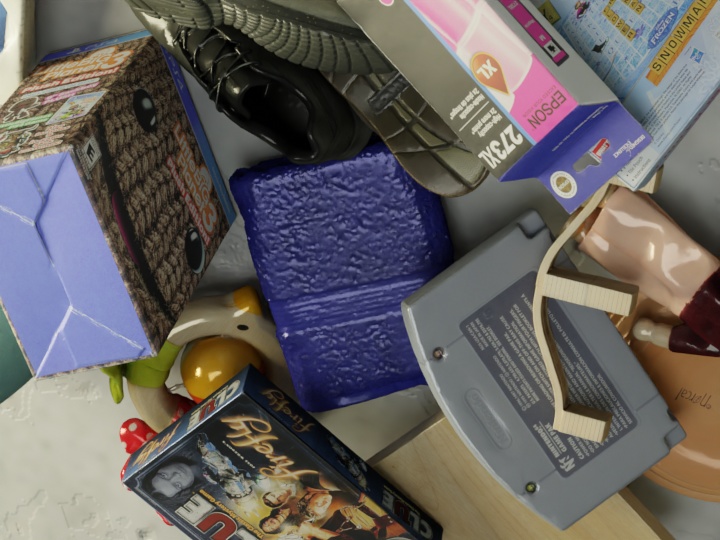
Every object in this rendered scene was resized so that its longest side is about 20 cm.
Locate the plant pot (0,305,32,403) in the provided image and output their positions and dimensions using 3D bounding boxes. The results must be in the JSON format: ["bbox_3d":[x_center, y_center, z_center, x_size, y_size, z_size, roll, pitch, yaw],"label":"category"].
[{"bbox_3d":[-0.277,0.005,1.465,0.134,0.200,0.201,-19,116,-8],"label":"plant pot"}]

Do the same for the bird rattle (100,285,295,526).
[{"bbox_3d":[-0.124,0.090,1.513,0.162,0.113,0.201,-20,116,6],"label":"bird rattle"}]

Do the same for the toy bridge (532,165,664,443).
[{"bbox_3d":[0.152,0.013,1.353,0.067,0.027,0.201,14,108,16],"label":"toy bridge"}]

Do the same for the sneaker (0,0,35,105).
[{"bbox_3d":[-0.279,-0.210,1.391,0.111,0.077,0.201,9,128,-1],"label":"sneaker"}]

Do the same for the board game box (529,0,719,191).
[{"bbox_3d":[0.157,-0.189,1.246,0.199,0.041,0.200,41,106,9],"label":"board game box"}]

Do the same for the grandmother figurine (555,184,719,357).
[{"bbox_3d":[0.232,0.012,1.368,0.200,0.061,0.121,41,141,7],"label":"grandmother figurine"}]

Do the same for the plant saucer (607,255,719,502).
[{"bbox_3d":[0.261,0.084,1.443,0.199,0.032,0.201,7,120,12],"label":"plant saucer"}]

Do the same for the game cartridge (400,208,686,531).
[{"bbox_3d":[0.121,0.074,1.402,0.133,0.041,0.200,-36,102,-6],"label":"game cartridge"}]

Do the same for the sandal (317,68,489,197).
[{"bbox_3d":[0.026,-0.136,1.346,0.082,0.055,0.200,-40,79,15],"label":"sandal"}]

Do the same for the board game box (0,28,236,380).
[{"bbox_3d":[-0.179,-0.049,1.383,0.096,0.200,0.160,-11,116,19],"label":"board game box"}]

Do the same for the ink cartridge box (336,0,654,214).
[{"bbox_3d":[0.080,-0.124,1.233,0.200,0.037,0.095,46,139,0],"label":"ink cartridge box"}]

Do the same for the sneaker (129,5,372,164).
[{"bbox_3d":[-0.082,-0.144,1.359,0.200,0.091,0.076,37,115,8],"label":"sneaker"}]

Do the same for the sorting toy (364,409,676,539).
[{"bbox_3d":[0.108,0.180,1.515,0.198,0.070,0.200,-36,104,28],"label":"sorting toy"}]

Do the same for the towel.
[{"bbox_3d":[0.000,0.000,1.458,0.147,0.050,0.201,-12,115,13],"label":"towel"}]

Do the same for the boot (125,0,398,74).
[{"bbox_3d":[-0.051,-0.212,1.306,0.199,0.131,0.068,18,166,2],"label":"boot"}]

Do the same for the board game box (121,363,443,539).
[{"bbox_3d":[-0.056,0.172,1.477,0.200,0.035,0.135,41,121,-19],"label":"board game box"}]
